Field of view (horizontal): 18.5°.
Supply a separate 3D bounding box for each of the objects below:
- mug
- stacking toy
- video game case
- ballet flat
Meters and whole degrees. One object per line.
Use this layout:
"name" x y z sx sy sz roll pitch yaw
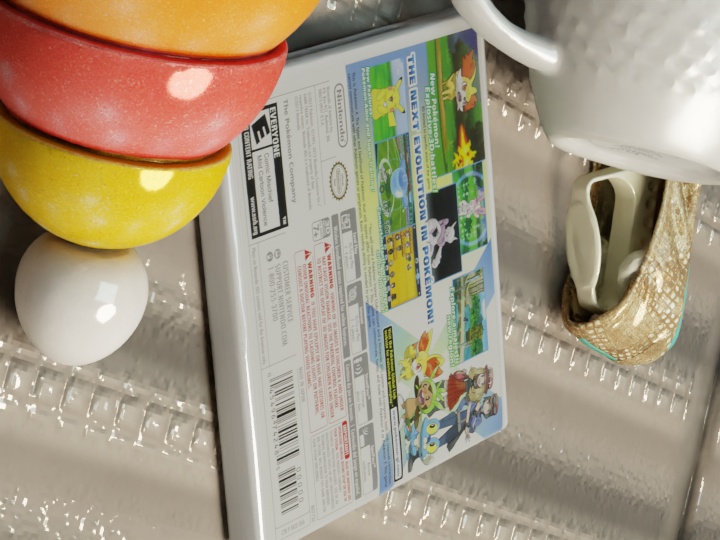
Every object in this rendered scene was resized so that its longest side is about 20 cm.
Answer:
"mug" 0.123 -0.140 0.990 0.199 0.147 0.177 14 86 -24
"stacking toy" -0.087 -0.061 0.781 0.146 0.146 0.201 -12 125 -50
"video game case" 0.000 0.000 0.956 0.182 0.022 0.202 -22 112 -48
"ballet flat" 0.136 -0.055 1.086 0.065 0.070 0.202 8 87 -38
